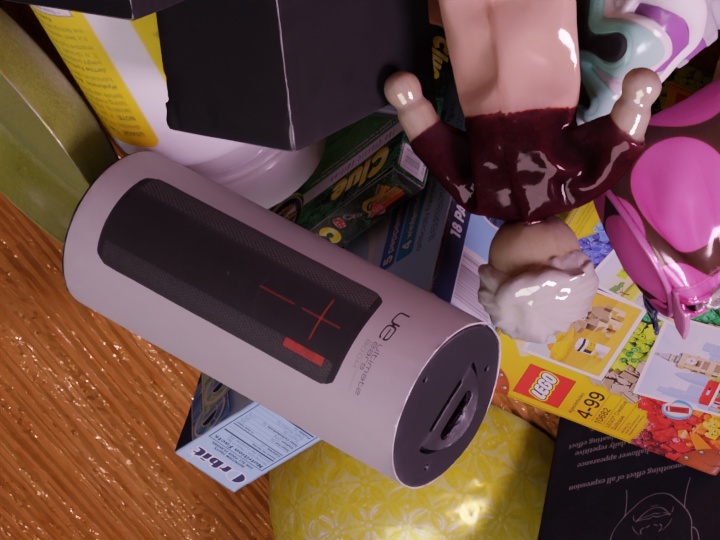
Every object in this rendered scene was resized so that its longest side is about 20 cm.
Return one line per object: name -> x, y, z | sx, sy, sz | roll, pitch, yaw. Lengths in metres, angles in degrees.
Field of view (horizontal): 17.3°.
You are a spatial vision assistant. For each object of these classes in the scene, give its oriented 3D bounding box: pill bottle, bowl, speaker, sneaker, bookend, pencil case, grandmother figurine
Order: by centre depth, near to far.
bookend -> -0.069, -0.131, 0.985 | 0.092, 0.198, 0.201 | 13, 120, 38
grandmother figurine -> 0.071, -0.068, 1.008 | 0.121, 0.060, 0.202 | 1, 101, 34
sneaker -> 0.164, -0.125, 1.046 | 0.139, 0.078, 0.200 | 3, 136, -34
pencil case -> 0.203, -0.051, 1.061 | 0.199, 0.094, 0.091 | -29, 140, -2
speaker -> -0.036, 0.020, 1.065 | 0.199, 0.081, 0.082 | 28, 146, 29
pill bottle -> -0.090, -0.121, 1.127 | 0.111, 0.112, 0.201 | -7, 134, 24
bowl -> 0.033, 0.172, 1.415 | 0.198, 0.108, 0.201 | 9, 138, 8

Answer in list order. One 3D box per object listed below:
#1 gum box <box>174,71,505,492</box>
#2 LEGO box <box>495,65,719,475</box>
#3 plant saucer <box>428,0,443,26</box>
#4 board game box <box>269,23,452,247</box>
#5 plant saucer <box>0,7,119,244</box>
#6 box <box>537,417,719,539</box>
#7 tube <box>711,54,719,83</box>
gum box -> 0.000, 0.000, 1.187 | 0.044, 0.171, 0.200 | 36, 135, -23
LEGO box -> 0.161, -0.001, 1.206 | 0.148, 0.078, 0.200 | 21, 139, -6
plant saucer -> 0.054, -0.179, 1.075 | 0.198, 0.038, 0.201 | 9, 138, 8
board game box -> -0.028, -0.038, 1.204 | 0.023, 0.105, 0.200 | 36, 136, -20
plant saucer -> -0.181, -0.087, 1.190 | 0.200, 0.031, 0.200 | 42, 163, 16
box -> 0.181, 0.171, 1.296 | 0.148, 0.201, 0.107 | -14, 131, 30
tube -> 0.258, -0.058, 1.125 | 0.199, 0.058, 0.052 | 20, 130, -6
